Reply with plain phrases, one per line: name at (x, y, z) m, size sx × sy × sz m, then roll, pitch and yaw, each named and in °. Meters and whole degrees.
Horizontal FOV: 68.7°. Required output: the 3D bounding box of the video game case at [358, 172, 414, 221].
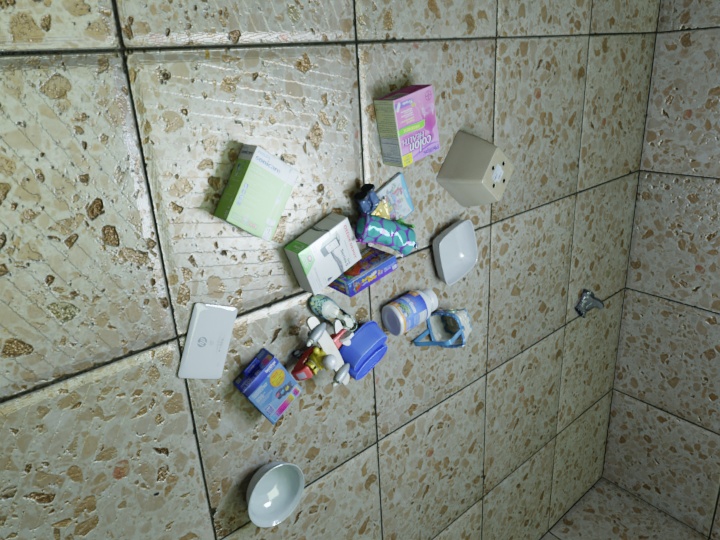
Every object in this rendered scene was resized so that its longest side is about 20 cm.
video game case at (0.089, -0.203, 1.724) m, size 0.199 × 0.018 × 0.146 m, roll -42°, pitch 126°, yaw -24°

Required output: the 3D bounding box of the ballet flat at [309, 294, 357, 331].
ballet flat at (-0.077, 0.135, 1.651) m, size 0.199 × 0.073 × 0.076 m, roll 36°, pitch 80°, yaw -42°

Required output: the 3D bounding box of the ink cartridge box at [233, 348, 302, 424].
ink cartridge box at (-0.275, 0.328, 1.534) m, size 0.137 × 0.075 × 0.202 m, roll -47°, pitch 127°, yaw -19°

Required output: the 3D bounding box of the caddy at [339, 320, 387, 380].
caddy at (0.002, 0.258, 1.736) m, size 0.199 × 0.104 × 0.144 m, roll -40°, pitch 149°, yaw -25°

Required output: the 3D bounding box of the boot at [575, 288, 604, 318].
boot at (1.208, 0.195, 2.797) m, size 0.197 × 0.069 × 0.134 m, roll 32°, pitch 85°, yaw -31°

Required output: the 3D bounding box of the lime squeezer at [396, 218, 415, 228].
lime squeezer at (0.146, -0.138, 1.745) m, size 0.200 × 0.069 × 0.039 m, roll 90°, pitch 24°, yaw -76°

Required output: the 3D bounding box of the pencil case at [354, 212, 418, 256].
pencil case at (0.077, -0.107, 1.603) m, size 0.195 × 0.084 × 0.096 m, roll 16°, pitch 82°, yaw -29°

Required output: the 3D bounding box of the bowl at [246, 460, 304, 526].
bowl at (-0.277, 0.670, 1.625) m, size 0.197 × 0.089 × 0.208 m, roll -15°, pitch 113°, yaw -37°

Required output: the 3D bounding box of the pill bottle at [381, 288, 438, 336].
pill bottle at (0.177, 0.137, 1.843) m, size 0.197 × 0.111 × 0.116 m, roll -26°, pitch 119°, yaw -33°

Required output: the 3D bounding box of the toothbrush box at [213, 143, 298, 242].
toothbrush box at (-0.269, -0.200, 1.369) m, size 0.144 × 0.085 × 0.205 m, roll 25°, pitch 87°, yaw -42°

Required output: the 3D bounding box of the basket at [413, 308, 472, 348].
basket at (0.308, 0.224, 1.951) m, size 0.199 × 0.173 × 0.143 m, roll -37°, pitch 111°, yaw -42°

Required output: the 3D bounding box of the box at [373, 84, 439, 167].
box at (0.148, -0.453, 1.647) m, size 0.173 × 0.095 × 0.206 m, roll -29°, pitch 121°, yaw -31°

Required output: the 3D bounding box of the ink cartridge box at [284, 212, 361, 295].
ink cartridge box at (-0.107, -0.052, 1.555) m, size 0.199 × 0.083 × 0.149 m, roll -38°, pitch 125°, yaw -26°

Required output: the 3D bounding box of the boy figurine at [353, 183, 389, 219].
boy figurine at (0.050, -0.168, 1.649) m, size 0.125 × 0.063 × 0.202 m, roll -49°, pitch 126°, yaw -22°

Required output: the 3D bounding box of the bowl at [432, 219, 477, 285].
bowl at (0.341, -0.072, 1.947) m, size 0.198 × 0.074 × 0.205 m, roll -35°, pitch 122°, yaw -28°

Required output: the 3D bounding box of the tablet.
tablet at (-0.409, 0.192, 1.416) m, size 0.128 × 0.013 × 0.207 m, roll 11°, pitch 95°, yaw -42°

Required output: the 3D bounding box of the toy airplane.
toy airplane at (-0.096, 0.248, 1.581) m, size 0.194 × 0.141 × 0.206 m, roll 12°, pitch 100°, yaw -27°

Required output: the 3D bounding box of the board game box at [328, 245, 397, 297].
board game box at (0.000, 0.000, 1.631) m, size 0.197 × 0.133 × 0.046 m, roll -31°, pitch 122°, yaw -30°

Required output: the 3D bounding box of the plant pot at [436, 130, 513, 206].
plant pot at (0.421, -0.347, 1.864) m, size 0.198 × 0.175 × 0.205 m, roll 32°, pitch 83°, yaw -42°
